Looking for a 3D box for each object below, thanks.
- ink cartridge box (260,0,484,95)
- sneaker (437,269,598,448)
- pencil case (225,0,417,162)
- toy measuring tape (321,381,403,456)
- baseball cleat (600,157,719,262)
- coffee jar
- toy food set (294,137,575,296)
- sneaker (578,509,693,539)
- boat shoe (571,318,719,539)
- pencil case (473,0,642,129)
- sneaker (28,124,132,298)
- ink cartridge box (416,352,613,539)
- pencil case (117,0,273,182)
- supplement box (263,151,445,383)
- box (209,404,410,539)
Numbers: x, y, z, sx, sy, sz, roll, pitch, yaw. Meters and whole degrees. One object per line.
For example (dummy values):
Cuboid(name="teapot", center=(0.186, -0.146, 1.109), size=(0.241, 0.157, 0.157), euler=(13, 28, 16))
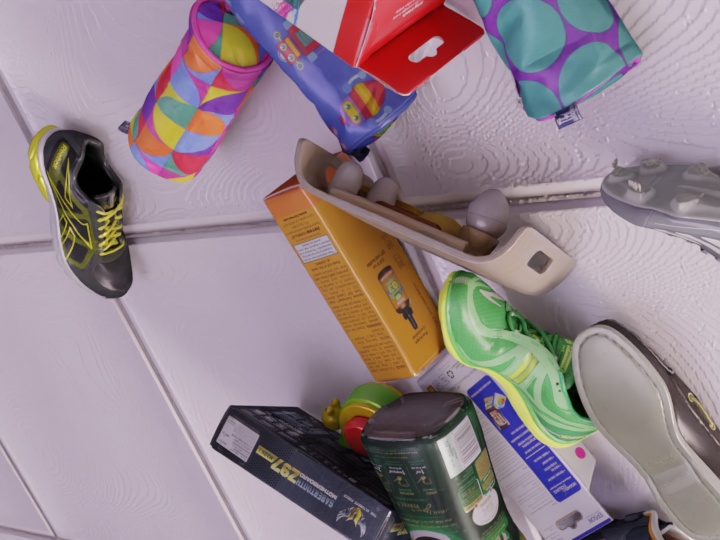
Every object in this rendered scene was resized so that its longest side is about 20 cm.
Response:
Cuboid(name="ink cartridge box", center=(-0.008, -0.223, 0.964), size=(0.200, 0.116, 0.067), euler=(37, 141, 15))
Cuboid(name="sneaker", center=(0.138, 0.064, 1.095), size=(0.083, 0.074, 0.200), euler=(-22, 125, 40))
Cuboid(name="pencil case", center=(-0.038, -0.184, 1.059), size=(0.078, 0.087, 0.200), euler=(-39, 93, 17))
Cuboid(name="toy measuring tape", center=(0.048, 0.147, 1.272), size=(0.199, 0.074, 0.074), euler=(8, 127, 29))
Cuboid(name="baseball cleat", center=(0.256, -0.015, 0.919), size=(0.199, 0.070, 0.107), euler=(16, 132, 36))
Cuboid(name="coffee jar", center=(0.082, 0.211, 1.205), size=(0.104, 0.085, 0.201), euler=(-3, 116, 44))
Cuboid(name="toy food set", center=(0.059, -0.046, 1.048), size=(0.199, 0.061, 0.143), euler=(25, -179, 25))
Cuboid(name="sneaker", center=(0.243, 0.249, 1.160), size=(0.078, 0.080, 0.200), euler=(35, 173, -20))
Cuboid(name="boat shoe", center=(0.235, 0.118, 1.059), size=(0.072, 0.061, 0.202), euler=(-26, 102, 39))
Cuboid(name="pencil case", center=(0.101, -0.195, 0.904), size=(0.092, 0.085, 0.201), euler=(-31, 98, 25))
Cuboid(name="sneaker", center=(-0.283, -0.056, 1.413), size=(0.084, 0.074, 0.201), euler=(4, 124, 42))
Cuboid(name="ink cartridge box", center=(0.140, 0.150, 1.191), size=(0.200, 0.037, 0.095), euler=(52, 143, 8))
Cuboid(name="pencil case", center=(-0.143, -0.158, 1.183), size=(0.088, 0.088, 0.200), euler=(48, 143, 1))
Cuboid(name="supplement box", center=(0.000, 0.000, 1.188), size=(0.069, 0.066, 0.201), euler=(-19, 107, 51))
Cuboid(name="box", center=(-0.029, 0.201, 1.326), size=(0.199, 0.158, 0.051), euler=(30, 97, 23))
